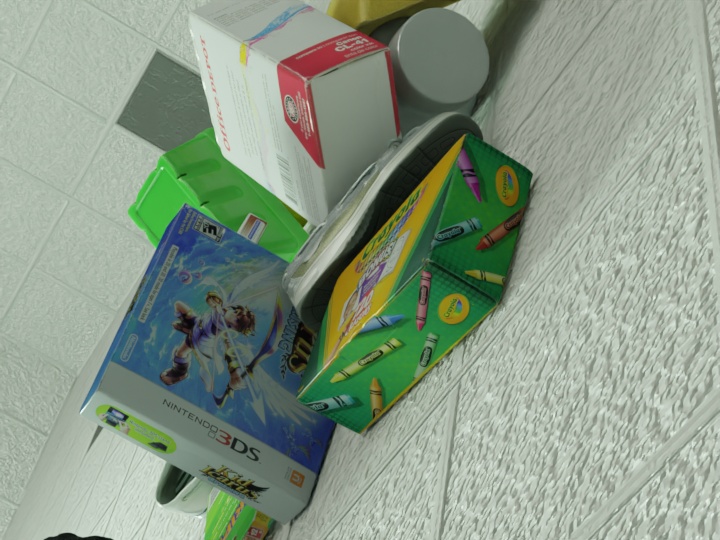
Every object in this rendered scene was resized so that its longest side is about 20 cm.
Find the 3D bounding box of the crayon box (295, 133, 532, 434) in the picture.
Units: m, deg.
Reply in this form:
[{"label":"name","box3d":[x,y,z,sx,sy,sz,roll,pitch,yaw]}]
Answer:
[{"label":"crayon box","box3d":[0.035,0.013,1.026,0.200,0.058,0.119,-49,17,48]}]

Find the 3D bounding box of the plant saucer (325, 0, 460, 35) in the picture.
[{"label":"plant saucer","box3d":[0.059,-0.257,1.316,0.198,0.049,0.200,-24,6,-12]}]

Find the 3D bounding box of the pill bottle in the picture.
[{"label":"pill bottle","box3d":[0.035,-0.152,1.296,0.112,0.110,0.200,-65,12,-20]}]

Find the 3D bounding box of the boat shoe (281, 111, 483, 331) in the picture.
[{"label":"boat shoe","box3d":[0.013,-0.045,1.155,0.203,0.074,0.065,-52,40,11]}]

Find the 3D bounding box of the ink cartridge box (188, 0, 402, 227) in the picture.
[{"label":"ink cartridge box","box3d":[-0.052,-0.138,1.244,0.085,0.149,0.200,-25,37,-21]}]

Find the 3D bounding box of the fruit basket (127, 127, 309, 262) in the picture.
[{"label":"fruit basket","box3d":[-0.133,-0.062,1.716,0.156,0.214,0.216,-53,13,29]}]

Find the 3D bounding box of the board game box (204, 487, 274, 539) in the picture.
[{"label":"board game box","box3d":[-0.101,0.199,1.253,0.096,0.030,0.200,-59,9,13]}]

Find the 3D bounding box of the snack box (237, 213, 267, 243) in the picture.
[{"label":"snack box","box3d":[-0.147,0.033,1.489,0.201,0.024,0.072,-59,5,43]}]

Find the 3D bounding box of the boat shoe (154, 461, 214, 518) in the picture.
[{"label":"boat shoe","box3d":[-0.124,0.136,1.358,0.073,0.066,0.202,27,100,37]}]

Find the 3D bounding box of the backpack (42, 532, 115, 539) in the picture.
[{"label":"backpack","box3d":[-0.208,0.309,1.189,0.127,0.166,0.201,-58,-8,-50]}]

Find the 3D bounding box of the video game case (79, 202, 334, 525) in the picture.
[{"label":"video game case","box3d":[-0.098,0.069,1.166,0.045,0.180,0.201,-46,19,47]}]
